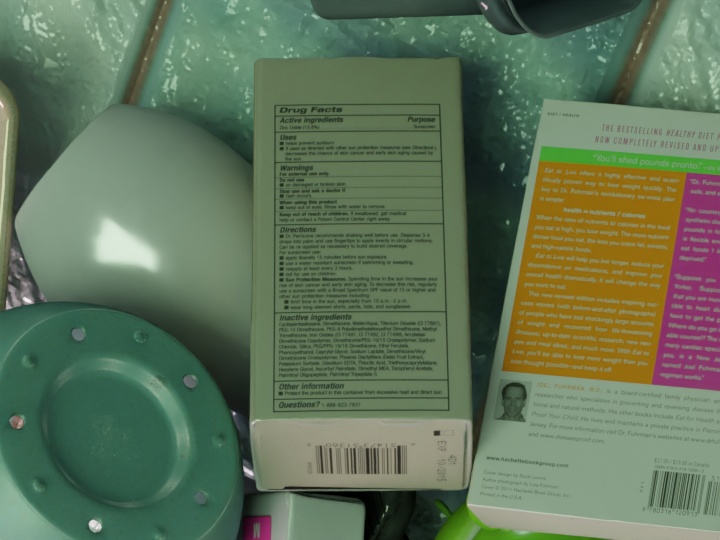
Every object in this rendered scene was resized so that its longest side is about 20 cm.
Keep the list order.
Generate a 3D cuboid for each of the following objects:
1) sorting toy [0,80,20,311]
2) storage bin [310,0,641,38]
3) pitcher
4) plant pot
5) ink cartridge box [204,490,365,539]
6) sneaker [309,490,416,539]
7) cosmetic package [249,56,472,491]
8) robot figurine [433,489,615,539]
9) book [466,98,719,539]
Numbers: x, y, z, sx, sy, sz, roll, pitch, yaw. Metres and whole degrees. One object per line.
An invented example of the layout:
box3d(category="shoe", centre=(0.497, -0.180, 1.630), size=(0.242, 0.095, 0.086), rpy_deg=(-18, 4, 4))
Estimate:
box3d(category="sorting toy", centre=(-0.238, -0.025, 1.533), size=(0.185, 0.036, 0.201), rpy_deg=(25, 119, 51))
box3d(category="storage bin", centre=(0.030, -0.202, 1.340), size=(0.134, 0.145, 0.201), rpy_deg=(-5, 101, 39))
box3d(category="pitcher", centre=(-0.086, 0.025, 1.474), size=(0.200, 0.121, 0.172), rpy_deg=(41, 132, 0))
box3d(category="plant pot", centre=(-0.146, 0.107, 1.369), size=(0.201, 0.200, 0.161), rpy_deg=(54, 140, 5))
box3d(category="ink cartridge box", centre=(-0.057, 0.198, 1.423), size=(0.200, 0.043, 0.174), rpy_deg=(166, 110, -67))
box3d(category="sneaker", centre=(0.003, 0.150, 1.456), size=(0.200, 0.088, 0.074), rpy_deg=(122, 148, -50))
box3d(category="cosmetic package", centre=(0.000, 0.000, 1.358), size=(0.105, 0.201, 0.071), rpy_deg=(1, 149, 1))
box3d(category="robot figurine", centre=(0.106, 0.168, 1.378), size=(0.200, 0.116, 0.176), rpy_deg=(25, 146, 53))
box3d(category="book", centre=(0.133, 0.024, 1.327), size=(0.133, 0.048, 0.201), rpy_deg=(5, 68, 22))
